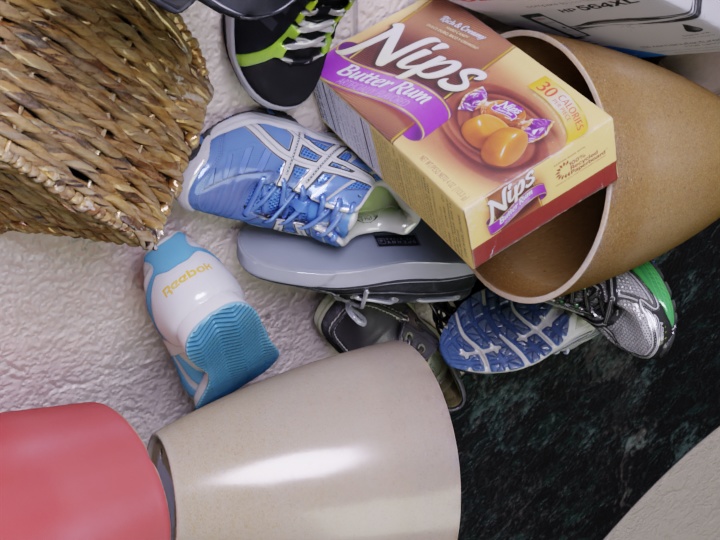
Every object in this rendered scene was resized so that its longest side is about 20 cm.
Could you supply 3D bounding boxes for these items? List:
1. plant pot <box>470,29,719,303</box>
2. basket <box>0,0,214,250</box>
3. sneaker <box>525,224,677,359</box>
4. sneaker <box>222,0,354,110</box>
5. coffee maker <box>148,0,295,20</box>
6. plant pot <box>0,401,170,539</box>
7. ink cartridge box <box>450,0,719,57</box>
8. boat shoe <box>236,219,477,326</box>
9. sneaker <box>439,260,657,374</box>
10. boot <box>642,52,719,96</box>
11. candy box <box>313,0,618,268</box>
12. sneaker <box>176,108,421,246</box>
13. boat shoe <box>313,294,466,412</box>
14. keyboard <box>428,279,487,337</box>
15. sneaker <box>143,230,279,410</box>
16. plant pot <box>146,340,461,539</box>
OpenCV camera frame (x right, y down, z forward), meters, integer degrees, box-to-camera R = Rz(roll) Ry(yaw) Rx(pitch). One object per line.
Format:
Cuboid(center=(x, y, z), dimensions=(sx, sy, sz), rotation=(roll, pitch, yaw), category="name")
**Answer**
Cuboid(center=(0.189, -0.081, 0.927), dimensions=(0.198, 0.187, 0.188), rotation=(-7, 130, -34), category="plant pot")
Cuboid(center=(-0.199, -0.114, 0.699), dimensions=(0.199, 0.147, 0.145), rotation=(35, 68, -51), category="basket")
Cuboid(center=(0.162, 0.008, 0.998), dimensions=(0.085, 0.199, 0.079), rotation=(-29, 148, -42), category="sneaker")
Cuboid(center=(-0.035, -0.175, 0.766), dimensions=(0.071, 0.083, 0.202), rotation=(-17, 135, -28), category="sneaker")
Cuboid(center=(-0.119, -0.214, 0.561), dimensions=(0.190, 0.200, 0.136), rotation=(-5, 129, -38), category="coffee maker")
Cuboid(center=(-0.240, 0.183, 0.858), dimensions=(0.176, 0.200, 0.203), rotation=(-17, 137, -42), category="plant pot")
Cuboid(center=(0.161, -0.207, 0.842), dimensions=(0.198, 0.145, 0.086), rotation=(8, 88, -44), category="ink cartridge box")
Cuboid(center=(-0.001, -0.002, 0.953), dimensions=(0.196, 0.074, 0.069), rotation=(-4, 136, -23), category="boat shoe")
Cuboid(center=(0.162, 0.046, 1.080), dimensions=(0.197, 0.078, 0.085), rotation=(-21, 156, -6), category="sneaker")
Cuboid(center=(0.281, -0.197, 1.023), dimensions=(0.144, 0.071, 0.201), rotation=(-14, 148, -20), category="boot")
Cuboid(center=(0.062, -0.100, 0.826), dimensions=(0.116, 0.200, 0.057), rotation=(-30, 138, -13), category="candy box")
Cuboid(center=(-0.038, -0.061, 0.877), dimensions=(0.198, 0.077, 0.076), rotation=(-4, 131, -36), category="sneaker")
Cuboid(center=(0.036, 0.069, 1.071), dimensions=(0.072, 0.066, 0.200), rotation=(-46, 142, 6), category="boat shoe")
Cuboid(center=(0.072, -0.019, 1.059), dimensions=(0.105, 0.039, 0.201), rotation=(-56, 145, -21), category="keyboard")
Cuboid(center=(-0.111, 0.040, 0.915), dimensions=(0.076, 0.081, 0.201), rotation=(-32, 160, -15), category="sneaker")
Cuboid(center=(-0.054, 0.154, 0.937), dimensions=(0.197, 0.188, 0.189), rotation=(-4, 129, -24), category="plant pot")
